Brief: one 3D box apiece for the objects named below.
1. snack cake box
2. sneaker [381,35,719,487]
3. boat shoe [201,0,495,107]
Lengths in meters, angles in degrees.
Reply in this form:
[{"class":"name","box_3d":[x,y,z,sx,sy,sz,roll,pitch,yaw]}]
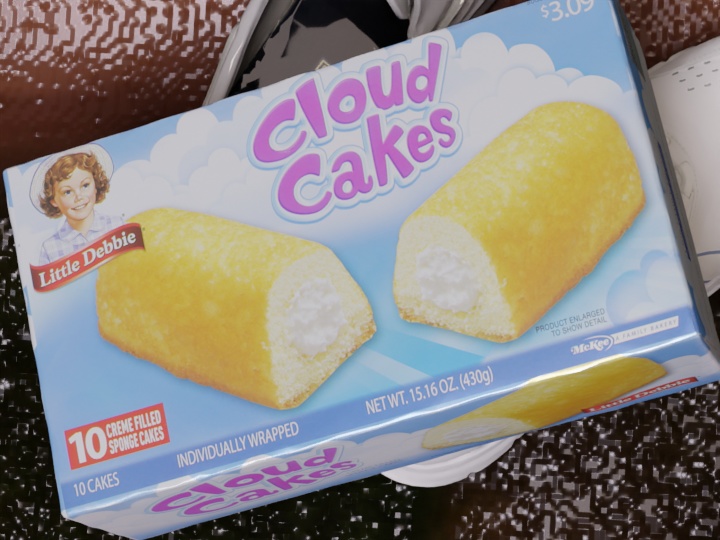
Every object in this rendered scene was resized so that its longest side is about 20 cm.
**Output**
[{"class":"snack cake box","box_3d":[0.000,0.000,0.725,0.199,0.067,0.116,-17,73,12]},{"class":"sneaker","box_3d":[0.076,-0.003,0.789,0.074,0.087,0.200,44,88,7]},{"class":"boat shoe","box_3d":[0.004,-0.102,0.811,0.072,0.066,0.200,38,89,6]}]
